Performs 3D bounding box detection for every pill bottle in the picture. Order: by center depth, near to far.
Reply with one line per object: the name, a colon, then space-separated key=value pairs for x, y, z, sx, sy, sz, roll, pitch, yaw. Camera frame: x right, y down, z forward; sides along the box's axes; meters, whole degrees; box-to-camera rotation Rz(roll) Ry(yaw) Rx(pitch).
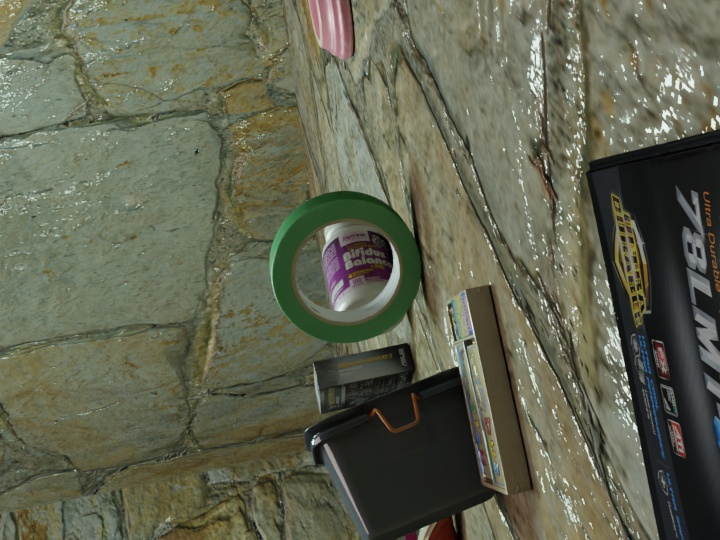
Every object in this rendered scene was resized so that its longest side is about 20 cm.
pill bottle: x=0.000 y=0.000 z=1.705 sx=0.112 sy=0.112 sz=0.200 roll=85 pitch=172 yaw=-46

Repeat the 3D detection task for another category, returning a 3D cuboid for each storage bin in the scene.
storage bin: x=0.056 y=0.207 z=1.175 sx=0.146 sy=0.200 sz=0.134 roll=91 pitch=156 yaw=-66

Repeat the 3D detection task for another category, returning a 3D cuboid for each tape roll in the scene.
tape roll: x=-0.020 y=-0.004 z=1.431 sx=0.048 sy=0.200 sz=0.201 roll=-115 pitch=15 yaw=-69

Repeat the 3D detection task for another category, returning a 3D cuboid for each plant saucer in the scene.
plant saucer: x=-0.054 y=-0.440 z=1.734 sx=0.201 sy=0.051 sz=0.201 roll=170 pitch=90 yaw=-85

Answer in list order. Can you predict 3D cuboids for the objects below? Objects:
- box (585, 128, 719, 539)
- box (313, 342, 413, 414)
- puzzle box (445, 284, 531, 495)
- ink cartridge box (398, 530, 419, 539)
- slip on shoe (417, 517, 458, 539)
box: x=0.159 y=0.042 z=0.431 sx=0.199 sy=0.050 sz=0.200 roll=-155 pitch=54 yaw=-85
box: x=0.003 y=0.183 z=1.802 sx=0.200 sy=0.158 sz=0.048 roll=92 pitch=167 yaw=-71
puzzle box: x=0.125 y=0.120 z=1.074 sx=0.133 sy=0.025 sz=0.200 roll=120 pitch=139 yaw=-81
ink cartridge box: x=0.083 y=0.481 z=1.998 sx=0.165 sy=0.075 sz=0.200 roll=100 pitch=159 yaw=-72
slip on shoe: x=0.116 y=0.383 z=1.559 sx=0.074 sy=0.061 sz=0.200 roll=-68 pitch=-11 yaw=-53
